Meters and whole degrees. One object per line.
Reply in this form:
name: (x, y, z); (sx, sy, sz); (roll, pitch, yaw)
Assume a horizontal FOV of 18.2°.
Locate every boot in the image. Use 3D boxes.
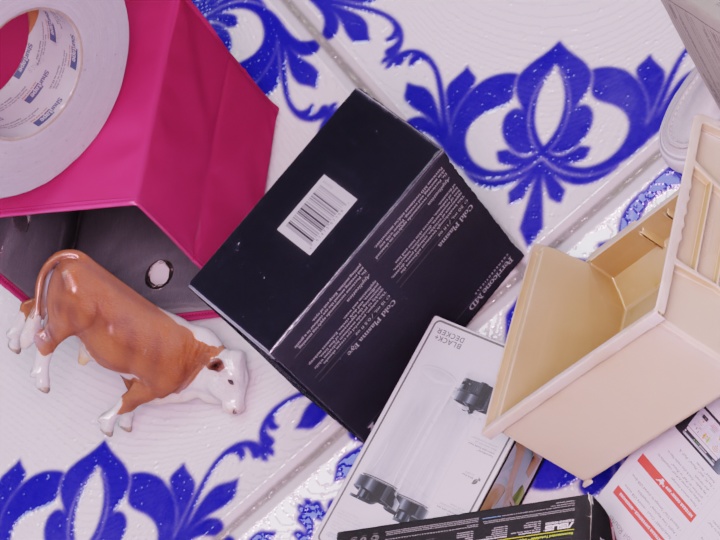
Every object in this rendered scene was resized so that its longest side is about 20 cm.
boot: (0.286, -0.174, 1.716); (0.073, 0.096, 0.200); (32, 81, 35)

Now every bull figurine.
bull figurine: (-0.186, 0.067, 1.802); (0.122, 0.200, 0.065); (-49, 15, 12)

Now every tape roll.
tape roll: (-0.267, -0.158, 1.674); (0.066, 0.200, 0.201); (30, 80, 34)

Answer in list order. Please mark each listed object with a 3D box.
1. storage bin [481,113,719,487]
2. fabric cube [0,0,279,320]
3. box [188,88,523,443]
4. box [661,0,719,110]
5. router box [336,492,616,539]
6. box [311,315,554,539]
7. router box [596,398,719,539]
storage bin: (0.197, 0.020, 1.579); (0.200, 0.093, 0.199); (-41, 24, 47)
fabric cube: (-0.204, -0.087, 1.852); (0.195, 0.200, 0.201); (-6, 60, 24)
box: (0.000, 0.000, 1.714); (0.200, 0.182, 0.104); (-49, 54, -5)
box: (0.301, -0.164, 1.574); (0.109, 0.128, 0.200); (-31, 19, 2)
router box: (0.075, 0.243, 1.532); (0.199, 0.062, 0.151); (-11, 47, 21)
box: (0.063, 0.148, 1.680); (0.116, 0.060, 0.201); (20, 74, 33)
router box: (0.273, 0.168, 1.533); (0.180, 0.049, 0.200); (-55, 52, 20)
